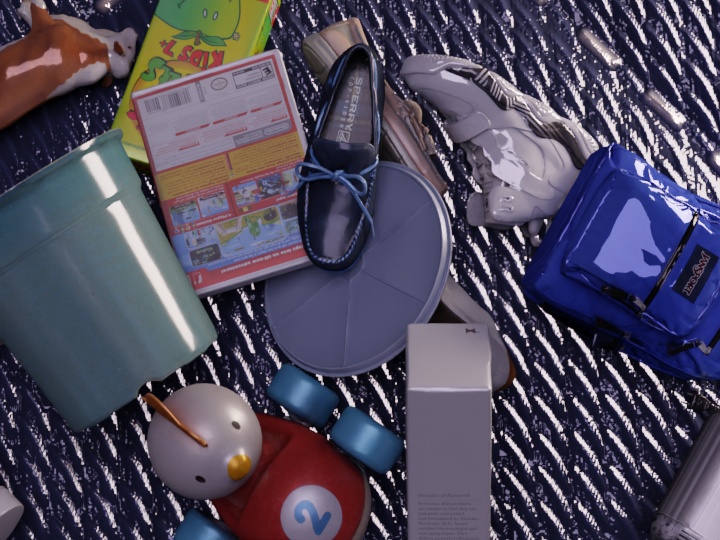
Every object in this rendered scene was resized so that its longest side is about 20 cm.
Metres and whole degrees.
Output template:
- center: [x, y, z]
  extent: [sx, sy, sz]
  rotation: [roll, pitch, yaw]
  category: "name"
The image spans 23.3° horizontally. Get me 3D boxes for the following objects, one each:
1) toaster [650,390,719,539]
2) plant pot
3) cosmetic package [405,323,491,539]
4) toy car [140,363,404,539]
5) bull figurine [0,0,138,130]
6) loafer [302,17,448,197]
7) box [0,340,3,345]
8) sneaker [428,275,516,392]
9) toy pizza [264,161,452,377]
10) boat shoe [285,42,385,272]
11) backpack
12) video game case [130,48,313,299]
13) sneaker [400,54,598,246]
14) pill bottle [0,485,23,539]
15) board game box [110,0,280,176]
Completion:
- center: [0.333, 0.205, 1.480]
  extent: [0.199, 0.114, 0.130]
  rotation: [32, 82, 7]
  category: "toaster"
- center: [-0.233, 0.016, 1.479]
  extent: [0.200, 0.200, 0.197]
  rotation: [-33, 94, -6]
  category: "plant pot"
- center: [0.073, 0.154, 1.453]
  extent: [0.071, 0.102, 0.201]
  rotation: [0, 119, 2]
  category: "cosmetic package"
- center: [-0.102, 0.159, 1.440]
  extent: [0.177, 0.200, 0.185]
  rotation: [30, 85, 45]
  category: "toy car"
- center: [-0.308, -0.196, 1.625]
  extent: [0.199, 0.065, 0.122]
  rotation: [-31, 74, -7]
  category: "bull figurine"
- center: [0.025, -0.150, 1.600]
  extent: [0.063, 0.072, 0.200]
  rotation: [-34, 75, -13]
  category: "loafer"
- center: [-0.292, 0.020, 1.584]
  extent: [0.199, 0.041, 0.039]
  rotation: [-33, 78, -4]
  category: "box"
- center: [0.065, 0.039, 1.561]
  extent: [0.073, 0.085, 0.200]
  rotation: [-45, 58, 13]
  category: "sneaker"
- center: [0.000, 0.000, 1.547]
  extent: [0.199, 0.032, 0.202]
  rotation: [-15, 62, 31]
  category: "toy pizza"
- center: [-0.022, -0.101, 1.515]
  extent: [0.083, 0.069, 0.202]
  rotation: [2, 78, 1]
  category: "boat shoe"
- center: [0.259, 0.007, 1.499]
  extent: [0.199, 0.168, 0.163]
  rotation: [30, 92, -3]
  category: "backpack"
- center: [-0.113, -0.087, 1.562]
  extent: [0.142, 0.017, 0.201]
  rotation: [-17, 75, -1]
  category: "video game case"
- center: [0.110, -0.107, 1.559]
  extent: [0.199, 0.075, 0.116]
  rotation: [28, 79, -15]
  category: "sneaker"
- center: [-0.391, 0.169, 1.516]
  extent: [0.200, 0.112, 0.112]
  rotation: [41, 81, 11]
  category: "pill bottle"
- center: [-0.155, -0.182, 1.623]
  extent: [0.101, 0.048, 0.201]
  rotation: [17, 78, 6]
  category: "board game box"
